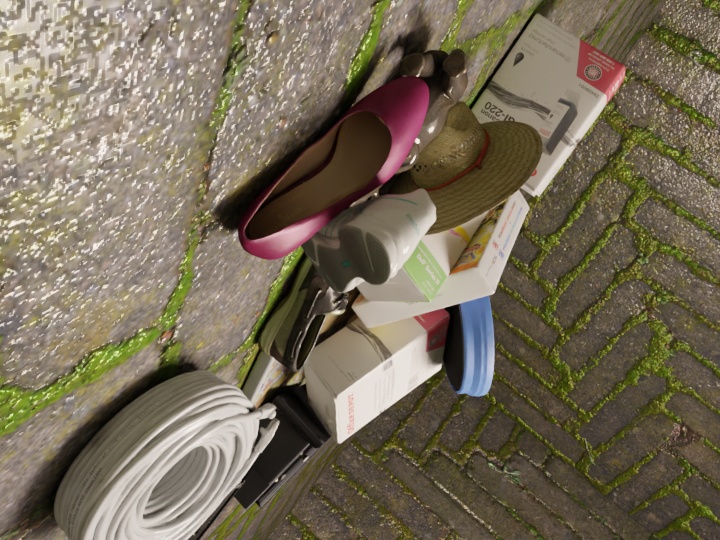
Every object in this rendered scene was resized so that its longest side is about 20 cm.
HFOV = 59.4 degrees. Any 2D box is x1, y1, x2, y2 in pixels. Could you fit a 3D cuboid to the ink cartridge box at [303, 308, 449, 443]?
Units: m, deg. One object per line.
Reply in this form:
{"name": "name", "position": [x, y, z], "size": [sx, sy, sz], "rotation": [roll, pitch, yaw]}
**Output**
{"name": "ink cartridge box", "position": [0.022, 0.129, 0.886], "size": [0.199, 0.083, 0.147], "rotation": [-32, 148, -23]}

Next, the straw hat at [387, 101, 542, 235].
{"name": "straw hat", "position": [0.093, -0.136, 0.698], "size": [0.201, 0.200, 0.085], "rotation": [-48, 125, -19]}

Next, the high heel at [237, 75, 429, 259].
{"name": "high heel", "position": [-0.016, -0.084, 0.504], "size": [0.200, 0.067, 0.096], "rotation": [-50, 178, 3]}

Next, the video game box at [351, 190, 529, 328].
{"name": "video game box", "position": [0.103, -0.017, 0.818], "size": [0.199, 0.047, 0.183], "rotation": [-20, -153, 40]}

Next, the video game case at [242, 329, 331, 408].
{"name": "video game case", "position": [-0.108, 0.140, 0.900], "size": [0.182, 0.023, 0.201], "rotation": [-36, 159, -53]}

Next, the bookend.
{"name": "bookend", "position": [-0.135, 0.277, 0.944], "size": [0.199, 0.092, 0.200], "rotation": [-46, 171, 1]}

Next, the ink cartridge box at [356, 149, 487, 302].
{"name": "ink cartridge box", "position": [0.078, -0.057, 0.765], "size": [0.117, 0.067, 0.200], "rotation": [-2, -135, 52]}

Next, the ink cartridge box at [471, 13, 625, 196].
{"name": "ink cartridge box", "position": [0.247, -0.226, 0.884], "size": [0.201, 0.145, 0.085], "rotation": [-56, 166, 15]}

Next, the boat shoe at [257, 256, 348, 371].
{"name": "boat shoe", "position": [-0.044, 0.028, 0.724], "size": [0.202, 0.066, 0.072], "rotation": [-57, 166, 17]}

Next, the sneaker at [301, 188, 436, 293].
{"name": "sneaker", "position": [0.004, -0.027, 0.579], "size": [0.080, 0.071, 0.200], "rotation": [-39, -165, -21]}

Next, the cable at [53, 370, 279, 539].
{"name": "cable", "position": [-0.184, 0.188, 0.596], "size": [0.201, 0.069, 0.200], "rotation": [-55, 155, -3]}

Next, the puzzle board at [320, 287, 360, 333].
{"name": "puzzle board", "position": [0.000, 0.000, 0.872], "size": [0.152, 0.017, 0.200], "rotation": [-68, 164, 16]}

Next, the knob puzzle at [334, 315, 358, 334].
{"name": "knob puzzle", "position": [-0.016, 0.150, 1.037], "size": [0.219, 0.030, 0.222], "rotation": [9, 90, -67]}

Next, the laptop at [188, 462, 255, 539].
{"name": "laptop", "position": [-0.229, 0.285, 0.760], "size": [0.200, 0.103, 0.178], "rotation": [39, 88, -36]}

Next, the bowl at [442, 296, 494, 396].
{"name": "bowl", "position": [0.141, 0.074, 0.880], "size": [0.201, 0.039, 0.202], "rotation": [175, -90, -86]}

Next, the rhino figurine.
{"name": "rhino figurine", "position": [0.032, -0.123, 0.599], "size": [0.200, 0.060, 0.087], "rotation": [-54, 176, 21]}
